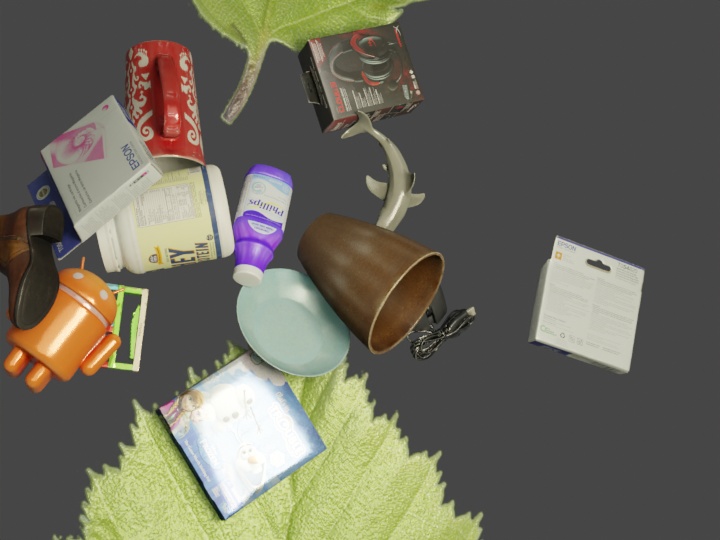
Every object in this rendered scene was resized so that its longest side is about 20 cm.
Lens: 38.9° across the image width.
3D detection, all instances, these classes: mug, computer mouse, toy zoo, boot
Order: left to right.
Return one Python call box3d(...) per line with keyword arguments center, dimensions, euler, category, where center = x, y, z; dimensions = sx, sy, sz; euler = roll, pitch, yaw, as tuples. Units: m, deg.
box3d(center=(-0.529, -0.001, 1.468), dimensions=(0.068, 0.198, 0.191), euler=(25, 63, -60), category="boot")
box3d(center=(-0.433, 0.080, 1.566), dimensions=(0.197, 0.020, 0.133), euler=(8, 76, -16), category="toy zoo")
box3d(center=(-0.302, -0.257, 1.611), dimensions=(0.133, 0.176, 0.203), euler=(10, 68, -44), category="mug")
box3d(center=(0.104, 0.038, 1.739), dimensions=(0.138, 0.053, 0.201), euler=(-32, 90, -21), category="computer mouse")

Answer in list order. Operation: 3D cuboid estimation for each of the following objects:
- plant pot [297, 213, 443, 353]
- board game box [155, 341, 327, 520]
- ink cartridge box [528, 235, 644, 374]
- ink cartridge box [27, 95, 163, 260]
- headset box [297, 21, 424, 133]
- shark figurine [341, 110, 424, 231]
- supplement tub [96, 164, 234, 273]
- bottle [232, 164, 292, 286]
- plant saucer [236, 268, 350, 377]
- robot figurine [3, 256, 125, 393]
box3d(center=(0.000, 0.000, 1.638), dimensions=(0.199, 0.188, 0.187), euler=(35, 67, 23), category="plant pot")
box3d(center=(-0.186, 0.250, 1.600), dimensions=(0.198, 0.043, 0.201), euler=(-32, 89, -23), category="board game box")
box3d(center=(0.410, 0.063, 1.842), dimensions=(0.197, 0.041, 0.202), euler=(20, 73, -13), category="ink cartridge box")
box3d(center=(-0.409, -0.143, 1.517), dimensions=(0.199, 0.043, 0.197), euler=(-38, 50, 0), category="ink cartridge box")
box3d(center=(-0.009, -0.333, 1.770), dimensions=(0.198, 0.075, 0.150), euler=(-15, 84, -21), category="headset box")
box3d(center=(0.059, -0.174, 1.743), dimensions=(0.127, 0.089, 0.217), euler=(-17, 93, -24), category="shark figurine")
box3d(center=(-0.303, -0.076, 1.569), dimensions=(0.197, 0.145, 0.147), euler=(-11, 82, -9), category="supplement tub")
box3d(center=(-0.164, -0.072, 1.646), dimensions=(0.083, 0.065, 0.202), euler=(18, 60, -13), category="bottle")
box3d(center=(-0.112, 0.090, 1.639), dimensions=(0.199, 0.039, 0.203), euler=(18, 48, -20), category="plant saucer")
box3d(center=(-0.438, 0.079, 1.491), dimensions=(0.143, 0.117, 0.201), euler=(21, 65, 35), category="robot figurine")
